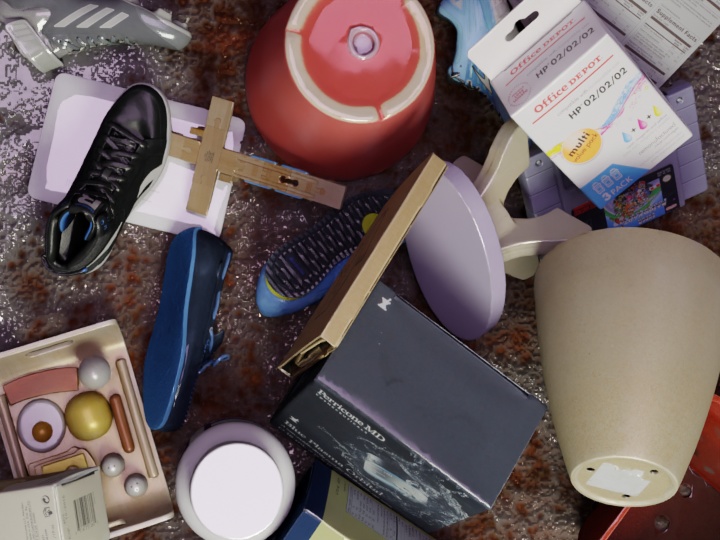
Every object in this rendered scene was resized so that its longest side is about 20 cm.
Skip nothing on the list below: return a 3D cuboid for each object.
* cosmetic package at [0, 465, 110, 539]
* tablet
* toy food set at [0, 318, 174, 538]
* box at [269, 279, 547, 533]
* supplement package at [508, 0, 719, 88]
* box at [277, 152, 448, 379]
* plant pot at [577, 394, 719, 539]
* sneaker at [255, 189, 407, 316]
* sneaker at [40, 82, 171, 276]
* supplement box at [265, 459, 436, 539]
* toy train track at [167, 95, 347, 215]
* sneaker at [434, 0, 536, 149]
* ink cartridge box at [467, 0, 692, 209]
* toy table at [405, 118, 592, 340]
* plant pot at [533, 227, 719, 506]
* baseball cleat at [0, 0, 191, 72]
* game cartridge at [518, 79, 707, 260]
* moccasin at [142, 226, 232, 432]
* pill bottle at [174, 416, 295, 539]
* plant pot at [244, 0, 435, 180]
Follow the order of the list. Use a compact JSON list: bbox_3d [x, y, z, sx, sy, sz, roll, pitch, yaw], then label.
[{"bbox_3d":[-0.343,0.234,1.194,0.197,0.105,0.072,-10,89,11],"label":"cosmetic package"},{"bbox_3d":[-0.225,-0.114,1.311,0.197,0.014,0.132,14,84,-7],"label":"tablet"},{"bbox_3d":[-0.276,0.164,1.260,0.141,0.060,0.203,-17,88,-8],"label":"toy food set"},{"bbox_3d":[0.038,0.136,1.221,0.196,0.200,0.118,36,66,-2],"label":"box"},{"bbox_3d":[0.260,-0.295,1.253,0.149,0.153,0.200,26,119,-33],"label":"supplement package"},{"bbox_3d":[0.000,0.000,1.182,0.021,0.163,0.201,34,69,-6],"label":"box"},{"bbox_3d":[0.324,0.257,1.271,0.199,0.176,0.201,40,82,-4],"label":"plant pot"},{"bbox_3d":[-0.025,-0.017,1.312,0.199,0.079,0.066,-32,76,-26],"label":"sneaker"},{"bbox_3d":[-0.240,-0.082,1.238,0.072,0.112,0.202,24,96,-3],"label":"sneaker"},{"bbox_3d":[-0.017,0.330,1.218,0.198,0.134,0.201,33,101,-4],"label":"supplement box"},{"bbox_3d":[-0.107,-0.102,1.292,0.197,0.033,0.116,18,101,9],"label":"toy train track"},{"bbox_3d":[0.136,-0.201,1.345,0.089,0.078,0.203,-21,85,11],"label":"sneaker"},{"bbox_3d":[0.203,-0.162,1.200,0.115,0.068,0.199,-40,127,16],"label":"ink cartridge box"},{"bbox_3d":[0.123,-0.042,1.276,0.116,0.202,0.184,-33,57,-25],"label":"toy table"},{"bbox_3d":[0.239,0.099,1.161,0.184,0.188,0.202,15,56,-6],"label":"plant pot"},{"bbox_3d":[-0.270,-0.237,1.294,0.197,0.070,0.108,21,90,4],"label":"baseball cleat"},{"bbox_3d":[0.260,-0.099,1.332,0.198,0.038,0.131,-24,117,-8],"label":"game cartridge"},{"bbox_3d":[-0.159,0.060,1.271,0.068,0.080,0.203,18,80,-38],"label":"moccasin"},{"bbox_3d":[-0.117,0.196,1.207,0.109,0.200,0.113,0,86,-7],"label":"pill bottle"},{"bbox_3d":[-0.010,-0.198,1.262,0.197,0.177,0.204,1,85,-7],"label":"plant pot"}]
